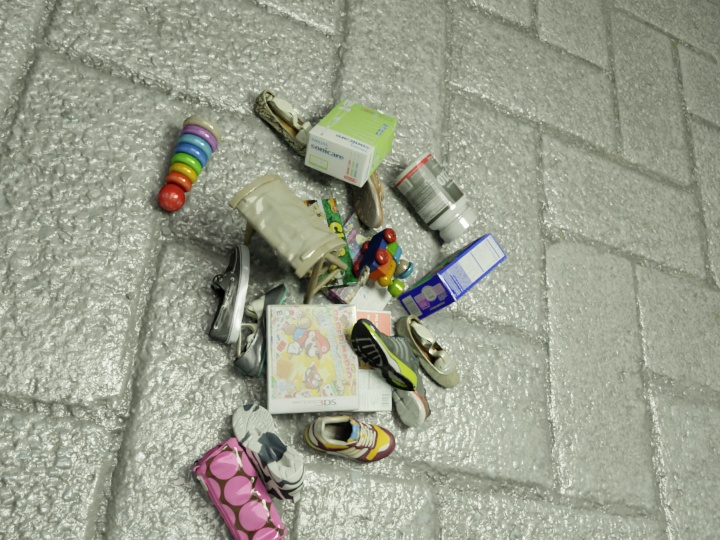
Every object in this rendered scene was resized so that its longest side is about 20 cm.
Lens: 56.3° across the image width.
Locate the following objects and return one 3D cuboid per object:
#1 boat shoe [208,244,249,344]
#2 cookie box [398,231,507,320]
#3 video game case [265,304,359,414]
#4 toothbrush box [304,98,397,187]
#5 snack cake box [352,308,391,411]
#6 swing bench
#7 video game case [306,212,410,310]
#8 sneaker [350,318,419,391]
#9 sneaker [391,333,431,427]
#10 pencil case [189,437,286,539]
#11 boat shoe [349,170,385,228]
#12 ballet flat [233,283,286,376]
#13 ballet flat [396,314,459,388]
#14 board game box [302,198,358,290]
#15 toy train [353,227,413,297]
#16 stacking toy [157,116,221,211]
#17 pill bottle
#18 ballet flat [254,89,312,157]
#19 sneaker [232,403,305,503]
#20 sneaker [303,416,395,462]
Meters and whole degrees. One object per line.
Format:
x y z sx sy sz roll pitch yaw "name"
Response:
-0.262 0.041 1.320 0.065 0.070 0.205 13 71 -23 "boat shoe"
0.207 0.015 1.513 0.199 0.171 0.076 -35 90 -35 "cookie box"
-0.092 0.168 1.294 0.177 0.023 0.206 0 80 -15 "video game case"
-0.019 -0.291 1.516 0.143 0.087 0.201 22 39 10 "toothbrush box"
0.001 0.183 1.372 0.112 0.067 0.206 6 79 -24 "snack cake box"
-0.133 -0.067 1.309 0.129 0.201 0.199 -42 76 -14 "swing bench"
0.000 0.000 1.489 0.180 0.036 0.201 40 57 -7 "video game case"
0.052 0.154 1.324 0.201 0.073 0.082 50 46 -33 "sneaker"
0.093 0.231 1.436 0.081 0.076 0.204 -1 68 -56 "sneaker"
-0.212 0.402 1.178 0.093 0.090 0.202 -30 86 -47 "pencil case"
0.026 -0.180 1.541 0.071 0.076 0.204 11 50 -34 "boat shoe"
-0.201 0.106 1.321 0.072 0.073 0.204 24 62 -17 "ballet flat"
0.155 0.179 1.480 0.200 0.062 0.068 46 57 -4 "ballet flat"
-0.077 -0.058 1.444 0.103 0.023 0.204 -6 70 -29 "board game box"
0.047 0.014 1.425 0.116 0.084 0.202 45 41 -21 "toy train"
-0.353 -0.211 1.370 0.084 0.085 0.204 24 64 -16 "stacking toy"
0.182 -0.173 1.612 0.201 0.114 0.114 50 56 -1 "pill bottle"
-0.156 -0.331 1.523 0.199 0.075 0.068 42 55 -6 "ballet flat"
-0.167 0.346 1.237 0.079 0.132 0.197 -33 48 -33 "sneaker"
-0.008 0.329 1.314 0.196 0.090 0.077 10 64 -23 "sneaker"
